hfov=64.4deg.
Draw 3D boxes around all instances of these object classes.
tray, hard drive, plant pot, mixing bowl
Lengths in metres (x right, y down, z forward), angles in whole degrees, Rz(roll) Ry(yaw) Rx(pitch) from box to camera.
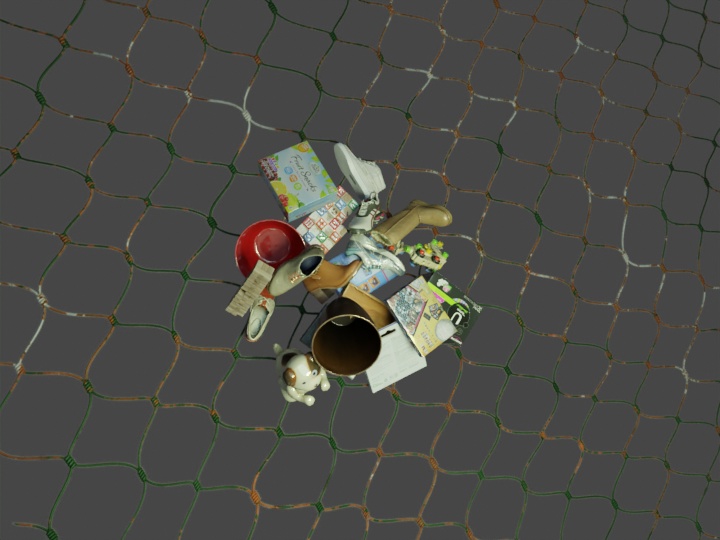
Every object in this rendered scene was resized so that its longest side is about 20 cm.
[{"bbox_3d":[0.021,0.127,1.735,0.200,0.037,0.099,32,80,-18],"label":"tray"},{"bbox_3d":[-0.066,0.214,1.732,0.200,0.033,0.140,38,75,-8],"label":"hard drive"},{"bbox_3d":[-0.045,0.159,1.592,0.186,0.200,0.188,-2,114,-5],"label":"plant pot"},{"bbox_3d":[-0.257,-0.060,1.654,0.199,0.108,0.201,-2,108,-6],"label":"mixing bowl"}]

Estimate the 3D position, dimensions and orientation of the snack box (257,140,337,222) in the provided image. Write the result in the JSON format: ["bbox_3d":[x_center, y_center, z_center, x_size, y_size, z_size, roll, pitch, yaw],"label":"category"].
[{"bbox_3d":[-0.187,-0.267,1.706,0.168,0.068,0.201,-26,73,-16],"label":"snack box"}]

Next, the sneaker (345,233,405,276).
[{"bbox_3d":[0.043,-0.029,1.738,0.199,0.078,0.087,32,80,1],"label":"sneaker"}]

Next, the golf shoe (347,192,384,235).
[{"bbox_3d":[0.010,-0.168,1.725,0.077,0.200,0.089,5,117,20],"label":"golf shoe"}]

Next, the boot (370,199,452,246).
[{"bbox_3d":[0.158,-0.135,1.766,0.200,0.175,0.066,-38,131,-30],"label":"boot"}]

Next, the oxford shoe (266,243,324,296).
[{"bbox_3d":[-0.183,0.004,1.587,0.200,0.074,0.071,-43,109,7],"label":"oxford shoe"}]

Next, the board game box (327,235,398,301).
[{"bbox_3d":[0.000,0.000,1.773,0.199,0.037,0.152,-31,92,-18],"label":"board game box"}]

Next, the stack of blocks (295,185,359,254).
[{"bbox_3d":[-0.095,-0.147,1.751,0.115,0.059,0.200,44,74,-7],"label":"stack of blocks"}]

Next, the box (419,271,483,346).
[{"bbox_3d":[0.248,0.121,1.785,0.200,0.124,0.149,37,75,-10],"label":"box"}]

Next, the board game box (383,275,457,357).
[{"bbox_3d":[0.177,0.134,1.682,0.135,0.035,0.200,-34,95,-14],"label":"board game box"}]

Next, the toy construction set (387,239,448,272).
[{"bbox_3d":[0.187,-0.056,1.784,0.199,0.092,0.131,7,38,-22],"label":"toy construction set"}]

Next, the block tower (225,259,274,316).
[{"bbox_3d":[-0.308,0.052,1.600,0.054,0.200,0.058,32,41,-14],"label":"block tower"}]

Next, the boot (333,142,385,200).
[{"bbox_3d":[0.000,-0.324,1.800,0.095,0.073,0.201,-34,102,-23],"label":"boot"}]

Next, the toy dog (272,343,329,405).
[{"bbox_3d":[-0.165,0.279,1.609,0.139,0.200,0.195,-27,92,-17],"label":"toy dog"}]

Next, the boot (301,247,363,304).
[{"bbox_3d":[-0.101,-0.011,1.688,0.155,0.200,0.077,50,32,0],"label":"boot"}]

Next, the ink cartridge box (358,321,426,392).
[{"bbox_3d":[0.092,0.243,1.730,0.199,0.041,0.201,-23,117,-17],"label":"ink cartridge box"}]

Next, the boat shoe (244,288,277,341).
[{"bbox_3d":[-0.288,0.111,1.666,0.071,0.063,0.201,20,77,-11],"label":"boat shoe"}]
